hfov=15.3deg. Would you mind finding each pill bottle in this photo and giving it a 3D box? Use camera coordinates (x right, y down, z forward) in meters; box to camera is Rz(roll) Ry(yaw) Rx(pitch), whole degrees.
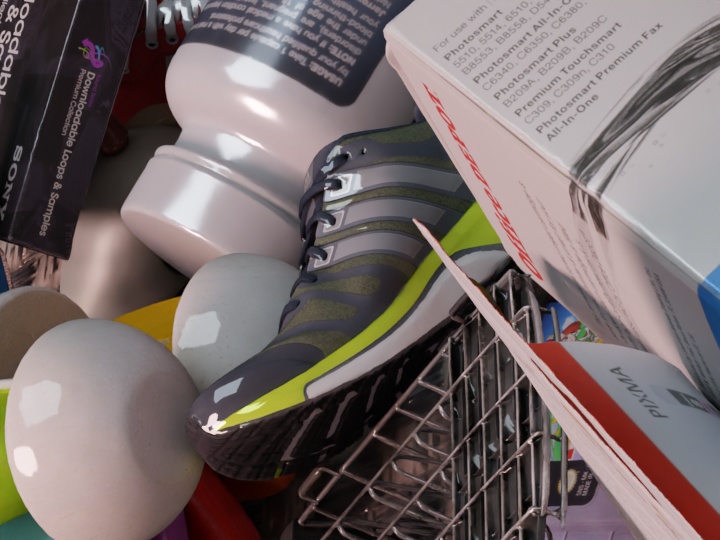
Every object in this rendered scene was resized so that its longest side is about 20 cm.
[{"bbox_3d":[-0.010,-0.084,1.101,0.120,0.120,0.200,15,69,53],"label":"pill bottle"}]

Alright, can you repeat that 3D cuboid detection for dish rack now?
[{"bbox_3d":[0.025,0.102,0.883,0.200,0.055,0.153,-53,27,41],"label":"dish rack"}]

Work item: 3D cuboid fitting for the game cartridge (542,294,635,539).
[{"bbox_3d":[0.112,0.036,0.933,0.130,0.038,0.200,-3,55,41],"label":"game cartridge"}]

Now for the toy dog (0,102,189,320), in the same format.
[{"bbox_3d":[-0.129,0.001,1.174,0.132,0.096,0.200,7,64,51],"label":"toy dog"}]

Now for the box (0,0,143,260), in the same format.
[{"bbox_3d":[-0.168,-0.090,1.183,0.200,0.036,0.143,14,88,53],"label":"box"}]

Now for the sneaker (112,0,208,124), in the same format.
[{"bbox_3d":[-0.082,-0.121,1.221,0.200,0.112,0.071,-25,42,31],"label":"sneaker"}]

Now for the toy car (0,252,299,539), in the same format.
[{"bbox_3d":[-0.101,0.084,1.007,0.175,0.150,0.200,-8,11,37],"label":"toy car"}]

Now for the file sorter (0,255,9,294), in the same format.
[{"bbox_3d":[-0.229,0.046,1.098,0.123,0.200,0.139,3,23,38],"label":"file sorter"}]

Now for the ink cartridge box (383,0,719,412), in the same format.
[{"bbox_3d":[0.115,-0.012,0.824,0.084,0.146,0.200,-41,51,-6],"label":"ink cartridge box"}]

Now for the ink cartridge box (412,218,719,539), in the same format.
[{"bbox_3d":[0.108,0.071,0.730,0.057,0.200,0.163,-36,47,-5],"label":"ink cartridge box"}]

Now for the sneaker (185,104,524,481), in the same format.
[{"bbox_3d":[0.000,0.000,0.962,0.200,0.081,0.074,-41,-12,-36],"label":"sneaker"}]
